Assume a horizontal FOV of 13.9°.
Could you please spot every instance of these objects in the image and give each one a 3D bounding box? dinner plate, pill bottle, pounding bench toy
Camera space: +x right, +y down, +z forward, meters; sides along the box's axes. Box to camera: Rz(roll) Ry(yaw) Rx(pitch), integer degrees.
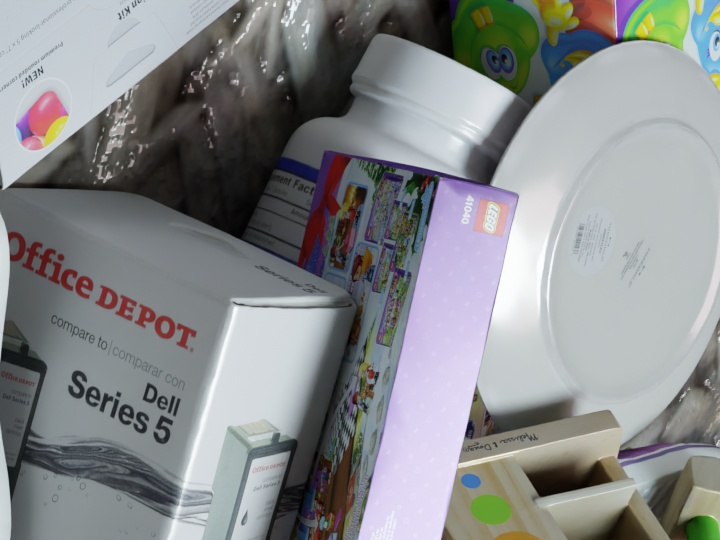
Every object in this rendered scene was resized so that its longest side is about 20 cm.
[{"bbox_3d":[0.122,-0.006,1.363,0.200,0.024,0.201,-17,114,-43],"label":"dinner plate"},{"bbox_3d":[0.000,0.000,1.338,0.112,0.112,0.200,31,84,-56],"label":"pill bottle"},{"bbox_3d":[0.114,0.162,1.311,0.200,0.156,0.124,-11,135,-24],"label":"pounding bench toy"}]

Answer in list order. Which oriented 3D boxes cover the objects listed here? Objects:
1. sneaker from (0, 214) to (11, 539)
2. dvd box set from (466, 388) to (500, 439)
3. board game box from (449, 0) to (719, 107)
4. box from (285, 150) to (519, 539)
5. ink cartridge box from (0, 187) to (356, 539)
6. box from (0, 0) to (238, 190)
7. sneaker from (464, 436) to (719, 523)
[{"bbox_3d":[-0.198,0.070,1.151,0.115,0.074,0.201,-16,113,-46],"label":"sneaker"},{"bbox_3d":[0.061,0.059,1.528,0.200,0.029,0.147,-3,111,-53],"label":"dvd box set"},{"bbox_3d":[0.116,-0.089,1.425,0.103,0.105,0.200,-29,123,-41],"label":"board game box"},{"bbox_3d":[0.002,0.055,1.213,0.039,0.137,0.201,12,93,-22],"label":"box"},{"bbox_3d":[-0.102,0.080,1.215,0.084,0.145,0.200,2,108,-52],"label":"ink cartridge box"},{"bbox_3d":[-0.119,-0.155,1.145,0.156,0.041,0.200,-42,139,-31],"label":"box"},{"bbox_3d":[0.082,0.102,1.439,0.200,0.114,0.073,-13,131,-20],"label":"sneaker"}]
